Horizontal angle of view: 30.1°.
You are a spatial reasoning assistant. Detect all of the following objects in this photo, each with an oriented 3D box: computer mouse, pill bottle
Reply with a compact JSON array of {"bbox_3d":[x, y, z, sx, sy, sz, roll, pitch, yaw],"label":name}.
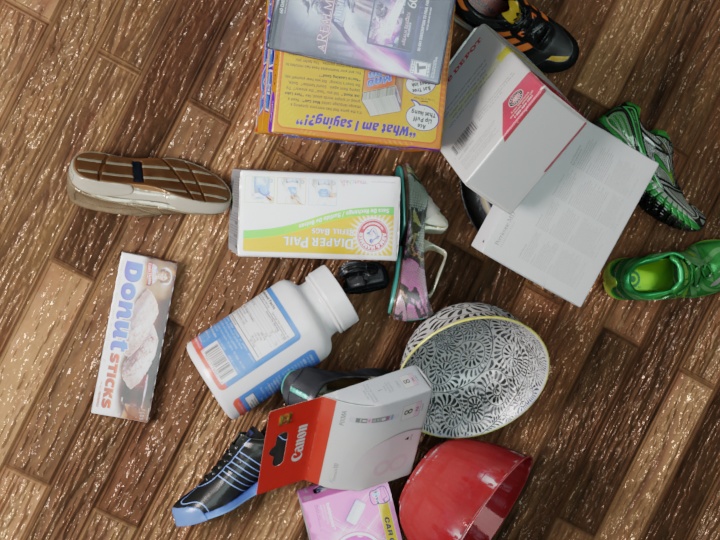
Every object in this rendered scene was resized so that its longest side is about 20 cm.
[{"bbox_3d":[0.000,0.000,1.618,0.058,0.200,0.035,-12,82,5],"label":"computer mouse"},{"bbox_3d":[-0.104,0.083,1.645,0.199,0.112,0.113,-33,100,-6],"label":"pill bottle"}]

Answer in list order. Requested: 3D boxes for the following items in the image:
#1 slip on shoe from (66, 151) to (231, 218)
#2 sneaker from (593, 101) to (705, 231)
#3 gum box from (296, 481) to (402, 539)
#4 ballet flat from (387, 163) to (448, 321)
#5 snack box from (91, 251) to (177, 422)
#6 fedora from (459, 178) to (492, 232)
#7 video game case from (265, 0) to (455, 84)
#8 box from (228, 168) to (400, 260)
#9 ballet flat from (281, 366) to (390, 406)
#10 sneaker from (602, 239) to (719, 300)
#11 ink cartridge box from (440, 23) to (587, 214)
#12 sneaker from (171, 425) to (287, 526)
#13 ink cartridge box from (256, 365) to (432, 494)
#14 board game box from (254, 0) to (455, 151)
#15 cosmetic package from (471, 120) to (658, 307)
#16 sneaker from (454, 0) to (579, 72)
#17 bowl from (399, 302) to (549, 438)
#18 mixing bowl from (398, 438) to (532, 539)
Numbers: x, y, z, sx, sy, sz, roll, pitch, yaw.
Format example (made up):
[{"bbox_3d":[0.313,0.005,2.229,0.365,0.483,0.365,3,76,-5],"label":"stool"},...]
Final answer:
[{"bbox_3d":[-0.258,-0.093,1.630,0.197,0.077,0.061,6,134,-19],"label":"slip on shoe"},{"bbox_3d":[0.384,-0.132,1.731,0.085,0.078,0.200,-42,100,-5],"label":"sneaker"},{"bbox_3d":[-0.004,0.356,1.710,0.112,0.066,0.203,-15,97,-8],"label":"gum box"},{"bbox_3d":[0.073,-0.033,1.669,0.070,0.069,0.203,5,72,-4],"label":"ballet flat"},{"bbox_3d":[-0.279,0.082,1.657,0.071,0.024,0.203,11,93,-10],"label":"snack box"},{"bbox_3d":[0.222,-0.109,1.695,0.197,0.092,0.204,-1,95,-10],"label":"fedora"},{"bbox_3d":[0.005,-0.295,1.474,0.197,0.019,0.145,10,93,-12],"label":"video game case"},{"bbox_3d":[-0.057,-0.069,1.639,0.197,0.112,0.103,2,95,-12],"label":"box"},{"bbox_3d":[-0.008,0.157,1.645,0.198,0.073,0.074,9,94,-44],"label":"ballet flat"},{"bbox_3d":[0.418,0.007,1.746,0.197,0.084,0.075,-11,97,-10],"label":"sneaker"},{"bbox_3d":[0.163,-0.185,1.603,0.083,0.201,0.146,29,109,-31],"label":"ink cartridge box"},{"bbox_3d":[-0.153,0.247,1.677,0.198,0.070,0.079,-25,95,-13],"label":"sneaker"},{"bbox_3d":[-0.019,0.206,1.598,0.198,0.057,0.164,-19,141,-28],"label":"ink cartridge box"},{"bbox_3d":[-0.011,-0.252,1.585,0.197,0.200,0.203,5,94,-11],"label":"board game box"},{"bbox_3d":[0.248,-0.080,1.630,0.150,0.052,0.202,28,94,-18],"label":"cosmetic package"},{"bbox_3d":[0.192,-0.307,1.673,0.198,0.090,0.071,28,90,-11],"label":"sneaker"},{"bbox_3d":[0.130,0.107,1.683,0.198,0.095,0.203,-7,129,-8],"label":"bowl"},{"bbox_3d":[0.119,0.287,1.682,0.108,0.200,0.201,34,88,19],"label":"mixing bowl"}]
